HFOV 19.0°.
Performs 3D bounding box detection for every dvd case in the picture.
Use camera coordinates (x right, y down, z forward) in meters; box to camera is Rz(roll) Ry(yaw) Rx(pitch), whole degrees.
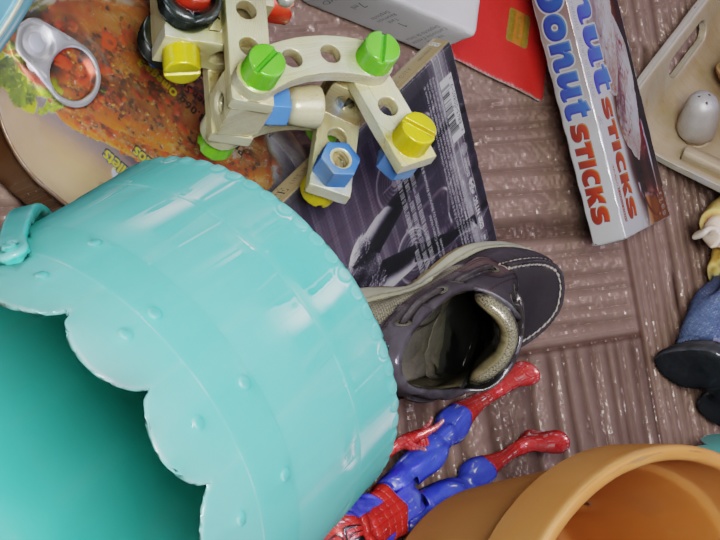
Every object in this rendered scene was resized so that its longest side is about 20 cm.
[{"bbox_3d":[0.000,0.000,1.073,0.200,0.016,0.150,-46,135,-35],"label":"dvd case"}]

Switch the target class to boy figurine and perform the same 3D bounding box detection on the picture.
[{"bbox_3d":[0.250,0.000,1.275,0.124,0.064,0.200,45,60,-18],"label":"boy figurine"}]

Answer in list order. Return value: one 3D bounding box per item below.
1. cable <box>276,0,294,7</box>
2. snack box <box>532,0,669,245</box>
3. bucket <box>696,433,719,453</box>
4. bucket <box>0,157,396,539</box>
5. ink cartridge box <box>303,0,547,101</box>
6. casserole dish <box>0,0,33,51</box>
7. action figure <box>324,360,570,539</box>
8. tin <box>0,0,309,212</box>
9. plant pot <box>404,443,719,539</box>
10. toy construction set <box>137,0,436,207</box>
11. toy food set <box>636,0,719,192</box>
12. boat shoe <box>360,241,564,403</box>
[{"bbox_3d":[-0.068,-0.209,0.962,0.200,0.050,0.097,51,51,-2],"label":"cable"},{"bbox_3d":[0.129,-0.119,1.208,0.072,0.024,0.202,-23,99,-59],"label":"snack box"},{"bbox_3d":[0.258,0.184,1.178,0.206,0.134,0.209,12,73,-46],"label":"bucket"},{"bbox_3d":[-0.093,0.061,0.908,0.135,0.206,0.208,-39,105,-40],"label":"bucket"},{"bbox_3d":[0.059,-0.216,1.182,0.175,0.045,0.202,19,70,-32],"label":"ink cartridge box"},{"bbox_3d":[-0.207,-0.104,0.904,0.121,0.039,0.201,36,88,-37],"label":"casserole dish"},{"bbox_3d":[0.027,0.112,1.092,0.199,0.052,0.066,-31,105,-35],"label":"action figure"},{"bbox_3d":[-0.101,-0.052,1.031,0.200,0.042,0.112,42,55,-25],"label":"tin"},{"bbox_3d":[0.102,0.179,1.033,0.199,0.140,0.202,-1,91,-36],"label":"plant pot"},{"bbox_3d":[-0.041,-0.126,1.017,0.130,0.092,0.201,7,44,-21],"label":"toy construction set"},{"bbox_3d":[0.272,-0.097,1.256,0.199,0.061,0.144,28,56,16],"label":"toy food set"},{"bbox_3d":[0.051,0.031,1.083,0.199,0.064,0.073,-12,111,-52],"label":"boat shoe"}]
